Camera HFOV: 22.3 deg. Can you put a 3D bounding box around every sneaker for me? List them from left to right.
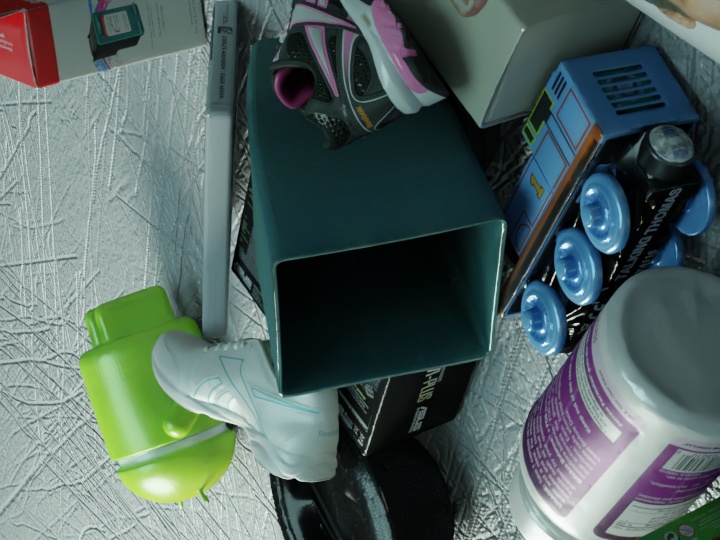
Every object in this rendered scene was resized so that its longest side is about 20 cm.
[{"bbox_3d":[-0.080,0.079,1.350,0.200,0.070,0.081,29,114,40],"label":"sneaker"},{"bbox_3d":[-0.022,-0.140,1.099,0.081,0.086,0.200,54,-175,-29],"label":"sneaker"}]

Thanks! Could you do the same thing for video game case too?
[{"bbox_3d":[-0.109,-0.081,1.429,0.182,0.023,0.202,-94,7,-56],"label":"video game case"}]

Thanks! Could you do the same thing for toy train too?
[{"bbox_3d":[0.137,-0.035,1.079,0.115,0.086,0.201,66,153,28],"label":"toy train"}]

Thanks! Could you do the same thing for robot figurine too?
[{"bbox_3d":[-0.184,0.120,1.658,0.175,0.115,0.202,-22,87,66],"label":"robot figurine"}]

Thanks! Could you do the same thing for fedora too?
[{"bbox_3d":[0.009,0.180,1.395,0.200,0.091,0.203,34,131,51],"label":"fedora"}]

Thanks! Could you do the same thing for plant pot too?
[{"bbox_3d":[-0.005,-0.051,1.159,0.142,0.140,0.201,91,166,-52],"label":"plant pot"}]

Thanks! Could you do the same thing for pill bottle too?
[{"bbox_3d":[0.160,0.095,1.079,0.113,0.112,0.201,58,147,22],"label":"pill bottle"}]

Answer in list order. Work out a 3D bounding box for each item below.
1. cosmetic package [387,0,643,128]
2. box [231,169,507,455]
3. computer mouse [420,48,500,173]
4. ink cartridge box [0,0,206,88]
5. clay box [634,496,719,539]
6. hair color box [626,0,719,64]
[{"bbox_3d":[0.068,-0.195,1.083,0.201,0.103,0.088,55,147,24],"label":"cosmetic package"},{"bbox_3d":[0.000,0.000,1.316,0.200,0.086,0.165,52,146,31],"label":"box"},{"bbox_3d":[0.043,-0.150,1.205,0.200,0.046,0.142,-137,32,-57],"label":"computer mouse"},{"bbox_3d":[-0.241,-0.202,1.493,0.116,0.199,0.068,23,125,52],"label":"ink cartridge box"},{"bbox_3d":[0.188,0.228,1.101,0.048,0.114,0.201,44,141,37],"label":"clay box"},{"bbox_3d":[0.213,-0.147,0.908,0.200,0.060,0.100,44,141,40],"label":"hair color box"}]
